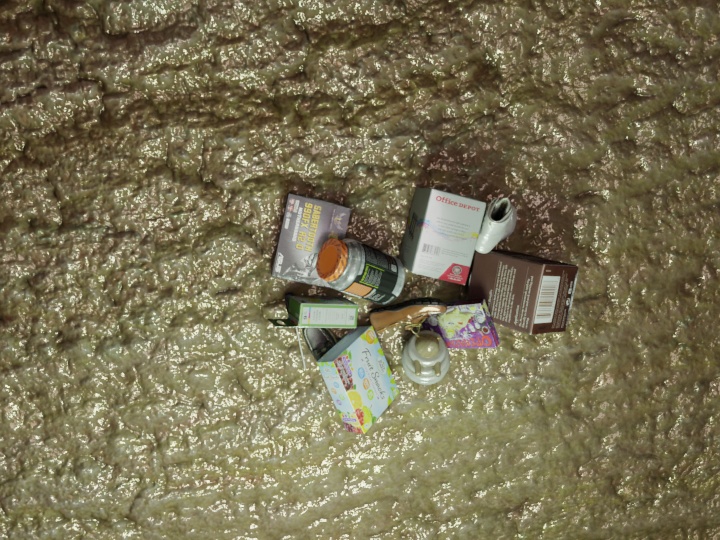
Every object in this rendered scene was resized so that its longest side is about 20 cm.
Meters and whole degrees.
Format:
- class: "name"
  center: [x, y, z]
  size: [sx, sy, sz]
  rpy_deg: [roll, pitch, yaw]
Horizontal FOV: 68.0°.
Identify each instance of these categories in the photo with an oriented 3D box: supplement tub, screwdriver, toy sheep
- class: "supplement tub"
  center: [0.000, 0.000, 1.256]
  size: [0.198, 0.122, 0.124]
  rpy_deg: [21, 96, -39]
- class: "screwdriver"
  center: [-0.155, 0.153, 1.332]
  size: [0.029, 0.028, 0.204]
  rpy_deg: [-11, 100, 21]
- class: "toy sheep"
  center: [0.164, 0.227, 1.345]
  size: [0.135, 0.140, 0.201]
  rpy_deg: [-8, 144, -9]

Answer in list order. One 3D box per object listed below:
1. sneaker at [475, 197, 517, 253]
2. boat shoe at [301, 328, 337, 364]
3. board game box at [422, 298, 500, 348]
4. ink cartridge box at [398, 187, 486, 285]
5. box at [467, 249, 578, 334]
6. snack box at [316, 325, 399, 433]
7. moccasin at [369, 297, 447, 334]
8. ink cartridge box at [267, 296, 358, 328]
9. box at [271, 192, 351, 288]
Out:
- class: "sneaker"
  center: [0.348, -0.134, 1.294]
  size: [0.073, 0.200, 0.117]
  rpy_deg: [33, 138, 14]
- class: "boat shoe"
  center: [-0.080, 0.212, 1.339]
  size: [0.073, 0.065, 0.202]
  rpy_deg: [-34, 104, -3]
- class: "board game box"
  center: [0.241, 0.137, 1.332]
  size: [0.032, 0.198, 0.121]
  rpy_deg: [-40, 110, -40]
- class: "ink cartridge box"
  center: [0.193, -0.089, 1.297]
  size: [0.143, 0.145, 0.204]
  rpy_deg: [13, 98, -12]
- class: "box"
  center: [0.392, 0.047, 1.306]
  size: [0.162, 0.199, 0.169]
  rpy_deg: [1, 102, -40]
- class: "snack box"
  center: [-0.002, 0.266, 1.319]
  size: [0.168, 0.067, 0.203]
  rpy_deg: [-35, 110, -45]
- class: "moccasin"
  center: [0.119, 0.117, 1.325]
  size: [0.198, 0.074, 0.079]
  rpy_deg: [-15, 94, 14]
- class: "ink cartridge box"
  center: [-0.114, 0.098, 1.273]
  size: [0.196, 0.104, 0.061]
  rpy_deg: [2, 96, -22]
- class: "box"
  center: [-0.121, -0.071, 1.291]
  size: [0.156, 0.048, 0.204]
  rpy_deg: [13, 97, -12]
